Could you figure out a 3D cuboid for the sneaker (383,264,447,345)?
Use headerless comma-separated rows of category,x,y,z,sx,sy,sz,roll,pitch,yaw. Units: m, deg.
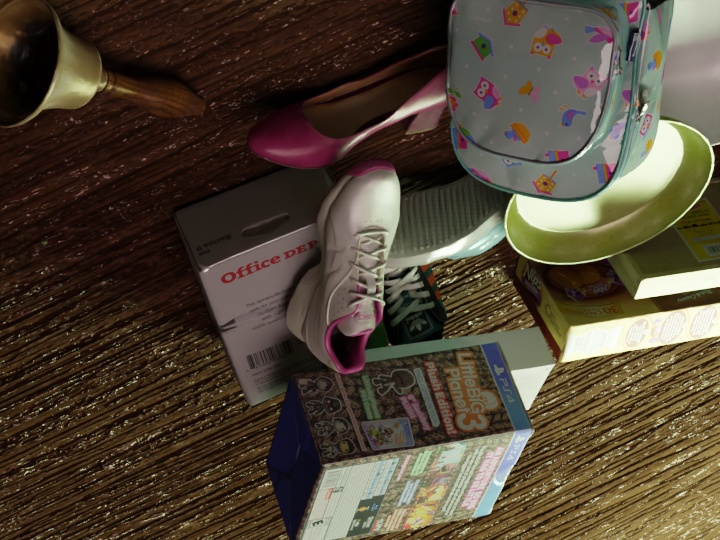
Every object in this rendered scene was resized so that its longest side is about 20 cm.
sneaker,0.045,0.022,1.703,0.071,0.080,0.200,-24,141,0

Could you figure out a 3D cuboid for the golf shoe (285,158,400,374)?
golf shoe,0.000,0.000,1.526,0.075,0.092,0.200,-5,131,-29

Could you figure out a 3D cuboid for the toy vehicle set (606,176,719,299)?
toy vehicle set,0.329,-0.036,1.761,0.200,0.124,0.027,-8,136,-21

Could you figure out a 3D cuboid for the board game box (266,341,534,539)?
board game box,0.031,0.159,1.628,0.200,0.097,0.159,-7,146,-19

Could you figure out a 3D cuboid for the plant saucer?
plant saucer,0.220,-0.079,1.625,0.200,0.031,0.200,-13,146,-9

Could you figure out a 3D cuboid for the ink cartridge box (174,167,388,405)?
ink cartridge box,-0.069,0.010,1.630,0.146,0.084,0.200,-22,139,-7

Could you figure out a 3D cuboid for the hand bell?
hand bell,-0.197,-0.149,1.418,0.200,0.104,0.104,8,130,-50

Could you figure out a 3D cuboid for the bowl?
bowl,0.295,-0.204,1.608,0.200,0.075,0.200,-10,137,-17

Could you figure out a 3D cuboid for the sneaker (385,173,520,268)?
sneaker,0.083,-0.032,1.646,0.200,0.074,0.082,-23,144,-31

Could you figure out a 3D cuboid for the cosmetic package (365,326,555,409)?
cosmetic package,0.077,0.104,1.712,0.200,0.051,0.083,-6,147,-23

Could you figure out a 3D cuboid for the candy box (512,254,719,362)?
candy box,0.267,0.021,1.794,0.200,0.117,0.056,-9,136,-19

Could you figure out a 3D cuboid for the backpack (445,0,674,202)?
backpack,0.156,-0.154,1.458,0.176,0.153,0.200,11,121,22

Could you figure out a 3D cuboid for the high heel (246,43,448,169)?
high heel,-0.002,-0.147,1.515,0.200,0.067,0.096,-19,151,-32
